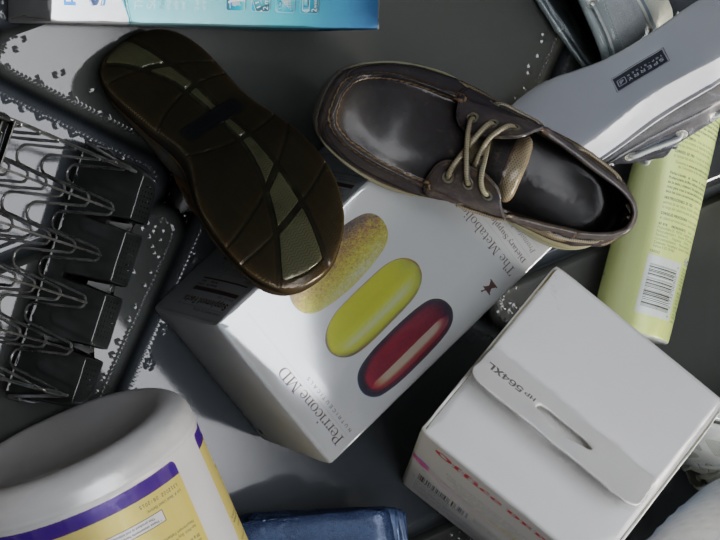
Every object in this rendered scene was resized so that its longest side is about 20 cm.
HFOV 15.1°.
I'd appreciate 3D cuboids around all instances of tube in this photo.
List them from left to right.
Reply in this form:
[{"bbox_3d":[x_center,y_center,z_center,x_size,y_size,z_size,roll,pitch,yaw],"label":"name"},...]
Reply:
[{"bbox_3d":[0.192,-0.055,1.691,0.052,0.058,0.201,15,87,-4],"label":"tube"}]

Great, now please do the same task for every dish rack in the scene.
[{"bbox_3d":[-0.193,-0.010,1.466,0.200,0.054,0.154,22,83,-58],"label":"dish rack"}]

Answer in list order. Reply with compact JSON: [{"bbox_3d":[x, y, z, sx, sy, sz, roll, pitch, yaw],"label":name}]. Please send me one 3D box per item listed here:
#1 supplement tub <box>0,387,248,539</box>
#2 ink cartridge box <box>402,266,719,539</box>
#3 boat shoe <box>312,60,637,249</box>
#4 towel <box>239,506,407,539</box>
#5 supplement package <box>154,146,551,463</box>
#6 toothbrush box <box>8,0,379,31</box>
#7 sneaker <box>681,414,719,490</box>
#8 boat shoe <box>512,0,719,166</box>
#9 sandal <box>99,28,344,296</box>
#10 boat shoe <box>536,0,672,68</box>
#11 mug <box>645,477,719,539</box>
[{"bbox_3d":[-0.127,0.183,1.515,0.145,0.145,0.201,-27,105,-20],"label":"supplement tub"},{"bbox_3d":[0.116,0.098,1.567,0.128,0.200,0.125,38,77,5],"label":"ink cartridge box"},{"bbox_3d":[0.071,-0.066,1.500,0.199,0.073,0.075,18,86,-24],"label":"boat shoe"},{"bbox_3d":[-0.021,0.238,1.607,0.111,0.049,0.201,-4,97,6],"label":"towel"},{"bbox_3d":[0.000,0.000,1.575,0.200,0.109,0.114,-44,109,-14],"label":"supplement package"},{"bbox_3d":[-0.094,-0.209,1.529,0.199,0.085,0.147,-2,95,-24],"label":"toothbrush box"},{"bbox_3d":[0.245,0.149,1.715,0.200,0.076,0.116,22,84,-26],"label":"sneaker"},{"bbox_3d":[0.165,-0.094,1.633,0.200,0.072,0.068,-32,132,14],"label":"boat shoe"},{"bbox_3d":[-0.079,-0.056,1.520,0.082,0.200,0.055,-33,148,-22],"label":"sandal"},{"bbox_3d":[0.111,-0.200,1.629,0.072,0.070,0.201,-46,113,-17],"label":"boat shoe"},{"bbox_3d":[0.197,0.218,1.617,0.175,0.199,0.148,-31,110,-57],"label":"mug"}]
